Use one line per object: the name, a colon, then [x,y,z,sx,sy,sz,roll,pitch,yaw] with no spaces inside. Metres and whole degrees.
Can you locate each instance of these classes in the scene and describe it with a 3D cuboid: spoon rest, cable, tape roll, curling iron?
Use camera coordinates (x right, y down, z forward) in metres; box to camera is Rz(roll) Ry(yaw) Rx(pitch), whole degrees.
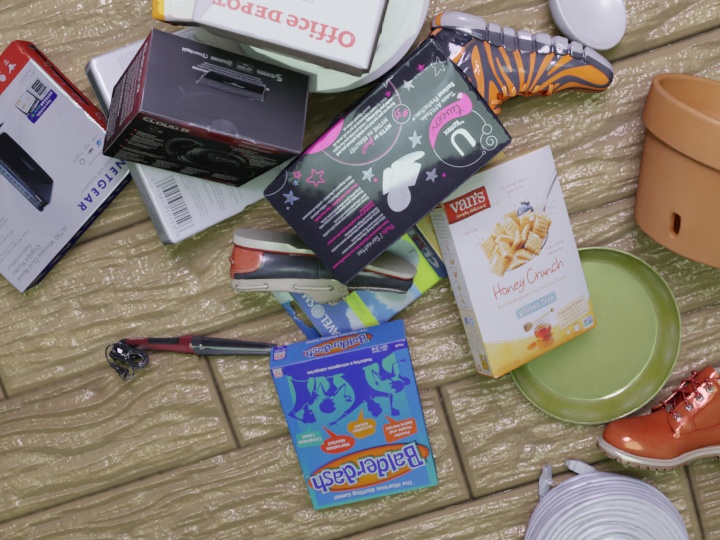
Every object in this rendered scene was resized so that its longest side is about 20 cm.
spoon rest: [0.200,-0.309,0.870,0.200,0.060,0.099,47,60,-6]
cable: [0.286,0.335,0.998,0.196,0.069,0.204,13,101,-1]
tape roll: [-0.031,-0.279,0.851,0.199,0.139,0.207,0,101,1]
curling iron: [-0.192,0.096,0.984,0.196,0.026,0.050,-3,65,-1]

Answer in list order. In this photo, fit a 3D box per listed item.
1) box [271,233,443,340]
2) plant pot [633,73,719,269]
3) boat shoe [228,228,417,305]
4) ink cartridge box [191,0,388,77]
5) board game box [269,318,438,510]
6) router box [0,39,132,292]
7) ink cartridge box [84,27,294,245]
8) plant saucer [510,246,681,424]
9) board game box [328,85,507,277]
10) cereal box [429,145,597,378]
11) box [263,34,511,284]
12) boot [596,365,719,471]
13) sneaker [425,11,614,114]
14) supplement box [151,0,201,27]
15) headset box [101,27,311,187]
box: [0.000,0.000,0.952,0.199,0.048,0.123,-38,98,7]
plant pot: [0.362,-0.094,0.860,0.197,0.201,0.142,15,118,-2]
boat shoe: [-0.041,0.003,0.894,0.196,0.071,0.064,9,104,4]
ink cartridge box: [-0.035,-0.268,0.664,0.143,0.083,0.203,15,100,-1]
board game box: [-0.004,0.164,0.960,0.149,0.045,0.203,-13,117,4]
router box: [-0.363,-0.112,0.939,0.179,0.049,0.200,44,99,-7]
ink cartridge box: [-0.171,-0.155,0.921,0.172,0.043,0.203,-28,101,-25]
plant saucer: [0.256,0.071,0.967,0.196,0.031,0.204,0,102,1]
board game box: [0.077,-0.114,0.906,0.135,0.035,0.201,-39,98,-18]
cereal box: [0.158,-0.011,0.890,0.142,0.039,0.203,-23,102,-21]
box: [0.027,-0.104,0.796,0.199,0.132,0.115,-39,100,14]
boot: [0.353,0.157,0.951,0.196,0.075,0.109,-5,108,-13]
sneaker: [0.155,-0.183,0.883,0.196,0.078,0.114,13,87,-1]
supplement box: [-0.075,-0.274,0.745,0.196,0.074,0.129,4,101,1]
headset box: [-0.145,-0.144,0.798,0.146,0.199,0.079,11,80,-24]
